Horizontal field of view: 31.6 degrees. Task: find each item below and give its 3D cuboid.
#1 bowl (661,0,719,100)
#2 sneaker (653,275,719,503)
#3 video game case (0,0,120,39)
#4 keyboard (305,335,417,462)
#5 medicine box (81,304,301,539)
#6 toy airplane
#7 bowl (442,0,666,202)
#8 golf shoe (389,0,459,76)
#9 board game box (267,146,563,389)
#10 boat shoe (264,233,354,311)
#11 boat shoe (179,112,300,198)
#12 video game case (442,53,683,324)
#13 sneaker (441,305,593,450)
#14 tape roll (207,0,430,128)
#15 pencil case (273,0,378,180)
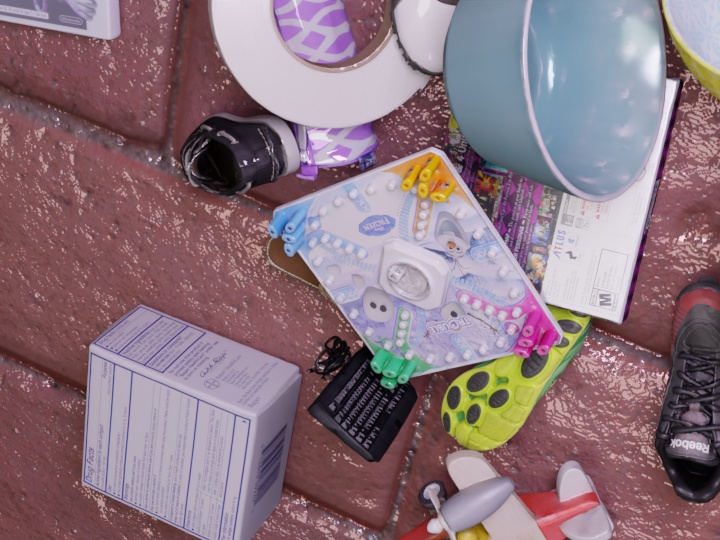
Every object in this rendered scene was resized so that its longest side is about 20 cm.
[{"bbox_3d":[0.316,-0.168,0.892,0.198,0.201,0.108,8,151,23],"label":"bowl"},{"bbox_3d":[0.288,0.109,1.070,0.070,0.098,0.202,7,116,25],"label":"sneaker"},{"bbox_3d":[-0.319,-0.322,1.204,0.198,0.023,0.183,13,119,20],"label":"video game case"},{"bbox_3d":[0.003,0.101,1.153,0.104,0.200,0.040,37,106,3],"label":"keyboard"},{"bbox_3d":[-0.180,0.162,1.326,0.199,0.103,0.184,21,122,16],"label":"medicine box"},{"bbox_3d":[0.142,0.260,1.190,0.198,0.142,0.200,21,134,-4],"label":"toy airplane"},{"bbox_3d":[0.135,-0.151,0.942,0.104,0.200,0.202,2,116,42],"label":"bowl"},{"bbox_3d":[0.074,-0.243,0.976,0.077,0.095,0.202,4,110,-17],"label":"golf shoe"},{"bbox_3d":[0.041,0.009,1.072,0.199,0.026,0.201,-17,116,43],"label":"board game box"},{"bbox_3d":[0.000,0.000,1.173,0.198,0.074,0.076,14,119,20],"label":"boat shoe"},{"bbox_3d":[-0.126,-0.099,1.148,0.199,0.060,0.075,9,120,58],"label":"boat shoe"},{"bbox_3d":[0.153,-0.076,1.046,0.180,0.036,0.202,14,100,19],"label":"video game case"},{"bbox_3d":[0.149,0.085,1.130,0.074,0.083,0.200,47,116,20],"label":"sneaker"},{"bbox_3d":[-0.023,-0.216,1.033,0.201,0.037,0.205,-3,105,-11],"label":"tape roll"},{"bbox_3d":[-0.046,-0.182,1.099,0.084,0.085,0.202,6,117,50],"label":"pencil case"}]
